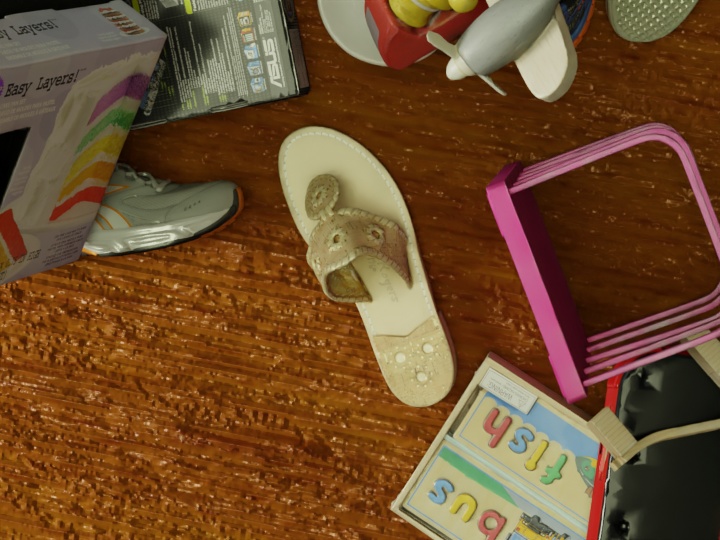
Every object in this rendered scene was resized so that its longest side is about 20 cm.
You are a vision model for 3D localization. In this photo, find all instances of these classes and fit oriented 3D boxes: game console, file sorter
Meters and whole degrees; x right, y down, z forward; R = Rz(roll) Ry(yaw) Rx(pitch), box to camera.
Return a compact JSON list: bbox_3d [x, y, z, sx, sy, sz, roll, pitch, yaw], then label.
[{"bbox_3d":[0.244,0.158,1.440,0.175,0.031,0.202,9,87,-1],"label":"game console"},{"bbox_3d":[0.167,-0.017,1.366,0.124,0.200,0.140,-21,94,9],"label":"file sorter"}]

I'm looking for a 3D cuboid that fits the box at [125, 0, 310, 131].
[{"bbox_3d":[-0.132,-0.204,1.470,0.159,0.044,0.202,-11,95,11],"label":"box"}]

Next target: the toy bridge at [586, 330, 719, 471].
[{"bbox_3d":[0.240,0.066,1.417,0.200,0.027,0.067,-41,84,-7],"label":"toy bridge"}]

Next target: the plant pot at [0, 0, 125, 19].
[{"bbox_3d":[-0.271,-0.179,1.391,0.178,0.199,0.200,-47,69,13],"label":"plant pot"}]

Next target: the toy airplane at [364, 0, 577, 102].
[{"bbox_3d":[0.066,-0.212,1.310,0.140,0.199,0.201,-3,104,-35],"label":"toy airplane"}]

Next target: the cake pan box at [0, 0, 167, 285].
[{"bbox_3d":[-0.224,-0.072,1.339,0.052,0.199,0.185,34,116,21],"label":"cake pan box"}]

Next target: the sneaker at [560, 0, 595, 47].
[{"bbox_3d":[0.136,-0.239,1.403,0.075,0.078,0.202,6,98,8],"label":"sneaker"}]

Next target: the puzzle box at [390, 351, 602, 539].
[{"bbox_3d":[0.136,0.166,1.482,0.199,0.025,0.134,32,102,4],"label":"puzzle box"}]

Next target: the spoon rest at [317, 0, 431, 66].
[{"bbox_3d":[0.024,-0.238,1.431,0.098,0.061,0.202,7,98,9],"label":"spoon rest"}]

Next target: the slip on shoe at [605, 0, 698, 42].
[{"bbox_3d":[0.202,-0.249,1.404,0.073,0.061,0.202,4,112,-11],"label":"slip on shoe"}]

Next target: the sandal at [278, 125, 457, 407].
[{"bbox_3d":[0.005,-0.003,1.460,0.077,0.070,0.213,-26,92,12],"label":"sandal"}]

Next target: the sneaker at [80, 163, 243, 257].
[{"bbox_3d":[-0.181,-0.055,1.485,0.198,0.076,0.093,-8,92,9],"label":"sneaker"}]
